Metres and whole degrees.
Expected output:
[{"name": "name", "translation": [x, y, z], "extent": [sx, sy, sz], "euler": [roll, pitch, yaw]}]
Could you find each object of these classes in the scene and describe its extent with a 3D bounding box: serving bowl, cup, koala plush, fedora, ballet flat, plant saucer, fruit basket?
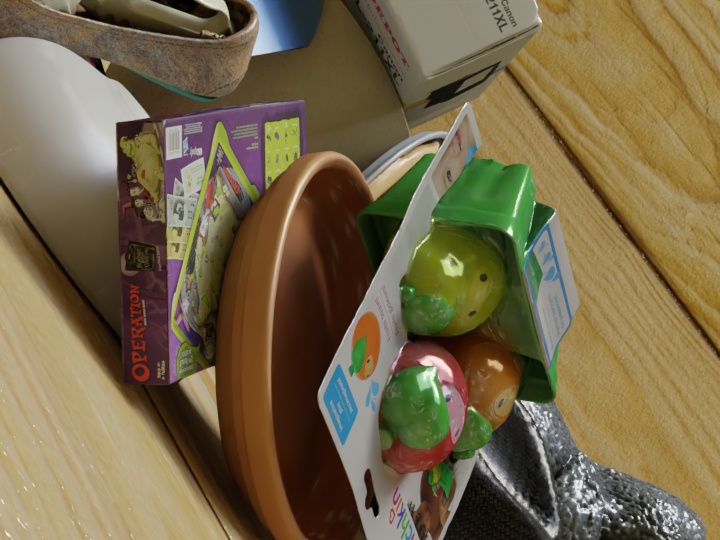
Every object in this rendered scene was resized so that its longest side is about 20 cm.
[{"name": "serving bowl", "translation": [-0.125, -0.042, 1.265], "extent": [0.201, 0.066, 0.200], "euler": [55, 3, -5]}, {"name": "cup", "translation": [-0.084, -0.096, 1.553], "extent": [0.200, 0.143, 0.201], "euler": [46, -21, 22]}, {"name": "koala plush", "translation": [0.098, 0.136, 1.556], "extent": [0.201, 0.183, 0.177], "euler": [61, 1, -2]}, {"name": "fedora", "translation": [0.046, 0.114, 1.374], "extent": [0.200, 0.091, 0.201], "euler": [34, 36, -29]}, {"name": "ballet flat", "translation": [-0.141, -0.148, 1.319], "extent": [0.199, 0.067, 0.068], "euler": [13, 43, -33]}, {"name": "plant saucer", "translation": [-0.028, 0.042, 1.227], "extent": [0.200, 0.037, 0.202], "euler": [1, 90, -72]}, {"name": "fruit basket", "translation": [0.042, 0.049, 1.242], "extent": [0.186, 0.093, 0.201], "euler": [72, 29, -43]}]

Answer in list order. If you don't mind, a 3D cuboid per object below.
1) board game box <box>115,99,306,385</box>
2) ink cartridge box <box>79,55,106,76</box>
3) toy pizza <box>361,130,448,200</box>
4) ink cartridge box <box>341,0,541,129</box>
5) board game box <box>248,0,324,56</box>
[{"name": "board game box", "translation": [-0.068, -0.018, 1.201], "extent": [0.200, 0.032, 0.121], "euler": [-19, 105, -72]}, {"name": "ink cartridge box", "translation": [-0.190, -0.201, 1.419], "extent": [0.095, 0.037, 0.201], "euler": [63, 8, -79]}, {"name": "toy pizza", "translation": [0.000, 0.000, 1.538], "extent": [0.032, 0.200, 0.200], "euler": [39, -1, 14]}, {"name": "ink cartridge box", "translation": [0.027, -0.176, 1.535], "extent": [0.146, 0.082, 0.200], "euler": [64, -10, 4]}, {"name": "board game box", "translation": [-0.109, -0.189, 1.438], "extent": [0.199, 0.039, 0.159], "euler": [-15, 83, -43]}]
